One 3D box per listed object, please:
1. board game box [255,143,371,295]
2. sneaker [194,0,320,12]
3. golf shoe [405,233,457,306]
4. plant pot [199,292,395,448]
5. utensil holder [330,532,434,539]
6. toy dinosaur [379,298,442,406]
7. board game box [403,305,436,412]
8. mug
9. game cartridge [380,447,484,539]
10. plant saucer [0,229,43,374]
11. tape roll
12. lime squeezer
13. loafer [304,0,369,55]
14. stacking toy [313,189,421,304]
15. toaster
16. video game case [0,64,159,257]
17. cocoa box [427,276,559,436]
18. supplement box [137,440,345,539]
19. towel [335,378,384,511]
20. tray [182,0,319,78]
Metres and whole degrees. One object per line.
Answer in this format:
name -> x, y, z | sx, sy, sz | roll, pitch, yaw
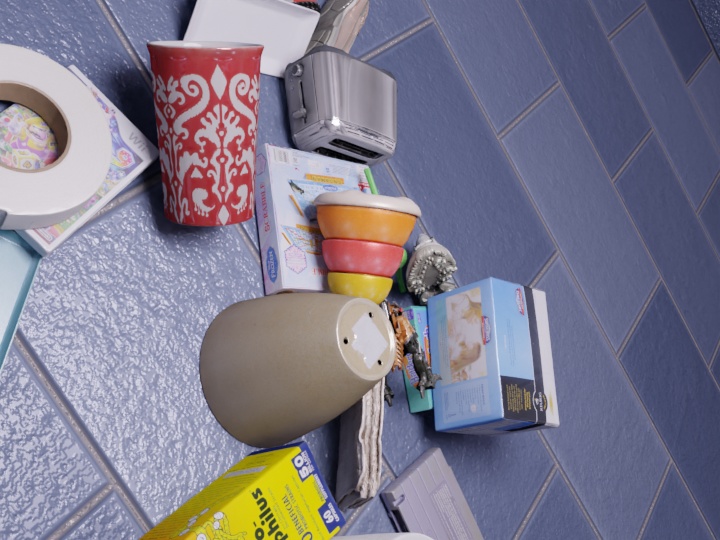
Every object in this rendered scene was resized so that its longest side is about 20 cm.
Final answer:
board game box -> -0.056, -0.062, 1.179 | 0.199, 0.041, 0.202 | 6, 70, -44
sneaker -> -0.156, -0.393, 1.203 | 0.198, 0.071, 0.094 | -6, 53, -38
golf shoe -> 0.095, -0.014, 1.250 | 0.200, 0.077, 0.098 | 70, 2, -70
plant pot -> -0.058, 0.102, 1.000 | 0.186, 0.199, 0.190 | 19, 61, -39
utensil holder -> -0.006, 0.382, 0.943 | 0.169, 0.199, 0.172 | 18, 63, -38
toy dinosaur -> 0.041, 0.106, 1.151 | 0.200, 0.101, 0.137 | -35, 113, -64
board game box -> 0.144, 0.132, 1.302 | 0.199, 0.045, 0.154 | 3, 73, -45
mug -> -0.178, -0.169, 1.010 | 0.178, 0.131, 0.203 | -92, -177, -73
game cartridge -> 0.112, 0.368, 1.189 | 0.129, 0.038, 0.202 | -29, 96, -51
plant saucer -> -0.376, 0.050, 0.834 | 0.070, 0.019, 0.202 | 30, 56, -34
tape roll -> -0.360, -0.141, 0.878 | 0.201, 0.037, 0.205 | 19, 56, -30
lime squeezer -> 0.044, -0.048, 1.220 | 0.071, 0.037, 0.202 | -71, 145, -63
loafer -> -0.032, -0.375, 1.316 | 0.063, 0.071, 0.201 | 53, 49, -39
stacking toy -> 0.000, 0.000, 1.118 | 0.145, 0.145, 0.203 | 7, 90, -43
toaster -> -0.020, -0.231, 1.233 | 0.199, 0.113, 0.131 | 12, 70, -44
video game case -> -0.332, -0.126, 0.930 | 0.143, 0.018, 0.201 | 45, 47, -10
cocoa box -> 0.189, 0.129, 1.218 | 0.130, 0.133, 0.203 | 13, 66, -39
supplement box -> -0.130, 0.289, 0.921 | 0.199, 0.109, 0.110 | -33, 98, -46
towel -> -0.002, 0.198, 1.075 | 0.034, 0.133, 0.202 | 9, 63, -12
tray -> -0.153, -0.332, 1.164 | 0.199, 0.108, 0.022 | 1, 33, -45
